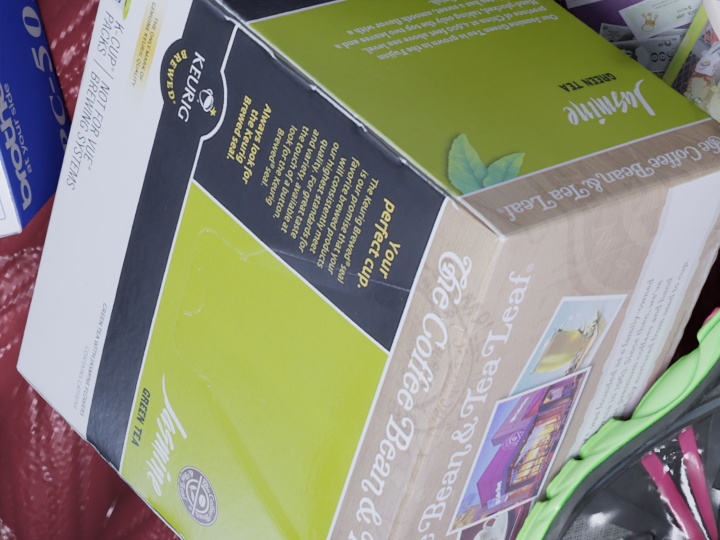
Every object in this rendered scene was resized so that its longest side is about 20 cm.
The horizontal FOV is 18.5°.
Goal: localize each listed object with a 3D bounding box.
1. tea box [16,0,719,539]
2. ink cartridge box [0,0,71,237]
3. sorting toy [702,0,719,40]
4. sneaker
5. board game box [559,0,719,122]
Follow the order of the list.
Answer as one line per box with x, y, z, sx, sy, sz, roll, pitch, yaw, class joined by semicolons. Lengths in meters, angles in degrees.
0.000;0.000;0.782;0.197;0.133;0.200;42;131;30;tea box
-0.163;-0.118;0.848;0.044;0.094;0.201;-10;108;11;ink cartridge box
0.214;-0.027;0.708;0.200;0.181;0.107;25;142;-35;sorting toy
0.119;0.086;0.751;0.084;0.077;0.200;38;89;37;sneaker
0.183;-0.086;0.848;0.199;0.032;0.120;-12;104;11;board game box
